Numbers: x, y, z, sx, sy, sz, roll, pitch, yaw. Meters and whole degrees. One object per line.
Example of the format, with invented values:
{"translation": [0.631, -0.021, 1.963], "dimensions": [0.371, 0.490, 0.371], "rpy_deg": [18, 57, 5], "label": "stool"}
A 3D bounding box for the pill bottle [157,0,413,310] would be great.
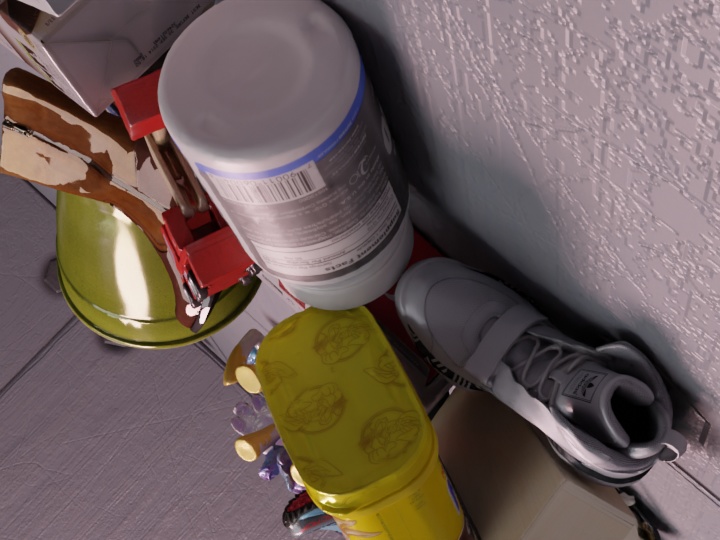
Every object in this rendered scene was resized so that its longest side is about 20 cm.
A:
{"translation": [-0.034, -0.061, 0.819], "dimensions": [0.114, 0.114, 0.200], "rpy_deg": [38, 168, 28], "label": "pill bottle"}

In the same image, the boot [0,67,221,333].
{"translation": [-0.194, -0.049, 1.089], "dimensions": [0.199, 0.069, 0.189], "rpy_deg": [17, 138, 6], "label": "boot"}

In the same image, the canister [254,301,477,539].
{"translation": [0.014, 0.135, 0.918], "dimensions": [0.149, 0.086, 0.201], "rpy_deg": [61, 177, 43], "label": "canister"}

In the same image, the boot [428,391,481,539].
{"translation": [0.071, 0.169, 1.176], "dimensions": [0.165, 0.065, 0.201], "rpy_deg": [-88, -23, -66], "label": "boot"}

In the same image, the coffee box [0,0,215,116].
{"translation": [-0.207, -0.203, 0.926], "dimensions": [0.200, 0.113, 0.080], "rpy_deg": [35, 166, 36], "label": "coffee box"}

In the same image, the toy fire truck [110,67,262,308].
{"translation": [-0.117, -0.053, 0.936], "dimensions": [0.142, 0.048, 0.200], "rpy_deg": [65, 169, 1], "label": "toy fire truck"}

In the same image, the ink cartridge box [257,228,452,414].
{"translation": [0.000, 0.000, 1.005], "dimensions": [0.200, 0.084, 0.176], "rpy_deg": [42, 167, 10], "label": "ink cartridge box"}

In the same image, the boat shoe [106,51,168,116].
{"translation": [-0.189, -0.169, 1.100], "dimensions": [0.199, 0.072, 0.073], "rpy_deg": [30, 153, 33], "label": "boat shoe"}

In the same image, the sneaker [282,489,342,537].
{"translation": [0.028, 0.226, 1.253], "dimensions": [0.079, 0.199, 0.096], "rpy_deg": [174, 88, -68], "label": "sneaker"}

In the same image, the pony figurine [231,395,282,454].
{"translation": [-0.015, 0.142, 1.452], "dimensions": [0.193, 0.167, 0.200], "rpy_deg": [37, 152, 8], "label": "pony figurine"}

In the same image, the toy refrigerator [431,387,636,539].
{"translation": [0.115, 0.141, 0.968], "dimensions": [0.070, 0.076, 0.200], "rpy_deg": [31, -169, -19], "label": "toy refrigerator"}

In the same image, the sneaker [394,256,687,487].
{"translation": [0.111, 0.055, 0.842], "dimensions": [0.200, 0.075, 0.115], "rpy_deg": [39, 169, 1], "label": "sneaker"}

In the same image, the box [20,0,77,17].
{"translation": [-0.176, -0.221, 0.713], "dimensions": [0.200, 0.124, 0.098], "rpy_deg": [29, 162, 52], "label": "box"}

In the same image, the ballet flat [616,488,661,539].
{"translation": [0.163, 0.172, 1.095], "dimensions": [0.200, 0.073, 0.073], "rpy_deg": [41, 170, -14], "label": "ballet flat"}

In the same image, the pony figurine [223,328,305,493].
{"translation": [-0.036, 0.108, 1.260], "dimensions": [0.166, 0.200, 0.194], "rpy_deg": [-16, 110, 33], "label": "pony figurine"}

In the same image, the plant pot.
{"translation": [-0.188, -0.064, 1.232], "dimensions": [0.200, 0.200, 0.193], "rpy_deg": [40, 157, 21], "label": "plant pot"}
